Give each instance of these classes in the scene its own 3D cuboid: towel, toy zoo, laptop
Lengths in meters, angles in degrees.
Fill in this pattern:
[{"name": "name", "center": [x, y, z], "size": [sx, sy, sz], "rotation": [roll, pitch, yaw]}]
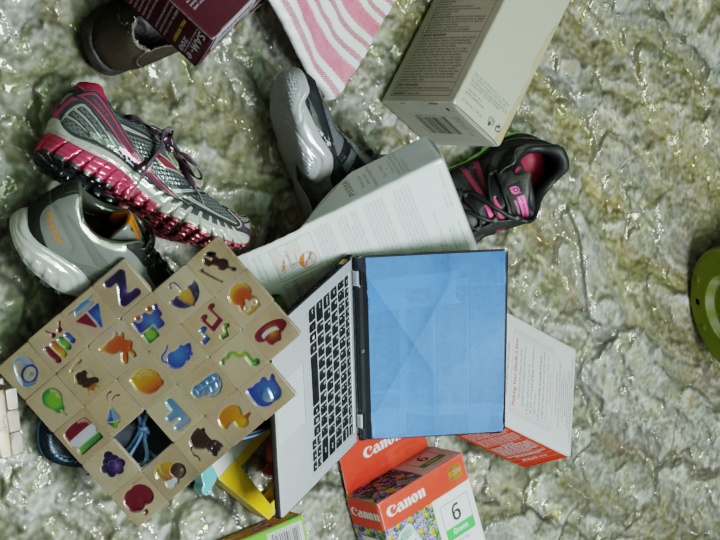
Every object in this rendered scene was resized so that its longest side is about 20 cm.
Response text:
[{"name": "towel", "center": [-0.010, -0.266, 1.641], "size": [0.201, 0.030, 0.147], "rotation": [-61, 138, -28]}, {"name": "toy zoo", "center": [-0.076, 0.118, 1.654], "size": [0.200, 0.020, 0.132], "rotation": [-49, 119, -25]}, {"name": "laptop", "center": [0.024, 0.093, 1.589], "size": [0.200, 0.115, 0.189], "rotation": [-42, 139, -46]}]

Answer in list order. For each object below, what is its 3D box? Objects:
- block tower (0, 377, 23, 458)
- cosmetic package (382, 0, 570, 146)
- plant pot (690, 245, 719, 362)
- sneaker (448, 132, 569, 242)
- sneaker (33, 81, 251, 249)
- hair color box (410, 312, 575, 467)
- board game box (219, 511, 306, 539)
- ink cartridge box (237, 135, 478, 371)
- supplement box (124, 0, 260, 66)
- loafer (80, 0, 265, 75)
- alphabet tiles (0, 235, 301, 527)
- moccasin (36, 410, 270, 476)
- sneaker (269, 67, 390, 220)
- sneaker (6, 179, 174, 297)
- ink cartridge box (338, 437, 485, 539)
[{"name": "block tower", "center": [-0.342, 0.126, 1.421], "size": [0.199, 0.058, 0.055], "rotation": [-13, 102, -39]}, {"name": "cosmetic package", "center": [0.112, -0.214, 1.731], "size": [0.073, 0.103, 0.201], "rotation": [39, 71, -35]}, {"name": "plant pot", "center": [0.450, 0.019, 1.982], "size": [0.191, 0.200, 0.202], "rotation": [-13, 102, -25]}, {"name": "sneaker", "center": [0.114, -0.066, 1.755], "size": [0.200, 0.083, 0.077], "rotation": [-42, 117, -29]}, {"name": "sneaker", "center": [-0.161, -0.076, 1.536], "size": [0.199, 0.080, 0.075], "rotation": [33, 72, -35]}, {"name": "hair color box", "center": [0.108, 0.093, 1.759], "size": [0.199, 0.064, 0.112], "rotation": [29, 56, -37]}, {"name": "board game box", "center": [-0.124, 0.281, 1.628], "size": [0.199, 0.030, 0.097], "rotation": [-19, 105, -39]}, {"name": "ink cartridge box", "center": [0.000, 0.000, 1.626], "size": [0.199, 0.047, 0.161], "rotation": [-25, 125, -2]}, {"name": "supplement box", "center": [-0.159, -0.267, 1.481], "size": [0.200, 0.061, 0.109], "rotation": [43, 65, -2]}, {"name": "loafer", "center": [-0.129, -0.213, 1.554], "size": [0.200, 0.071, 0.073], "rotation": [-39, 116, -30]}, {"name": "alphabet tiles", "center": [-0.152, 0.074, 1.486], "size": [0.200, 0.008, 0.167], "rotation": [-40, 99, 7]}, {"name": "moccasin", "center": [-0.158, 0.114, 1.544], "size": [0.198, 0.068, 0.081], "rotation": [-13, 102, -24]}, {"name": "sneaker", "center": [-0.002, -0.095, 1.650], "size": [0.113, 0.075, 0.202], "rotation": [-25, 116, -15]}, {"name": "sneaker", "center": [-0.181, 0.000, 1.512], "size": [0.079, 0.074, 0.200], "rotation": [-38, 129, 20]}, {"name": "ink cartridge box", "center": [0.048, 0.215, 1.745], "size": [0.108, 0.050, 0.202], "rotation": [-26, 110, -34]}]
